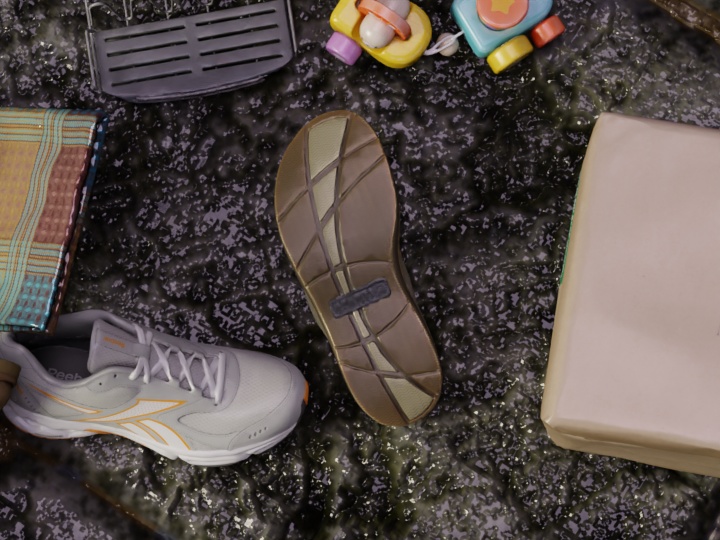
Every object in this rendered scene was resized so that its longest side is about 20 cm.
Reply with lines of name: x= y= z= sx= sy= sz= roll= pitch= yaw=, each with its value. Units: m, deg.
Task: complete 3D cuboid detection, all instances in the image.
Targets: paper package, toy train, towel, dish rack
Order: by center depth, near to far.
paper package: x=0.216 y=0.023 z=1.449 sx=0.189 sy=0.104 sz=0.202 roll=10 pitch=79 yaw=5
towel: x=-0.249 y=-0.034 z=1.478 sx=0.199 sy=0.022 sz=0.148 roll=3 pitch=75 yaw=38
toy train: x=0.043 y=-0.204 z=1.518 sx=0.198 sy=0.056 sz=0.152 roll=7 pitch=86 yaw=-2
dish rack: x=-0.121 y=-0.213 z=1.547 sx=0.152 sy=0.055 sz=0.202 roll=-10 pitch=77 yaw=2

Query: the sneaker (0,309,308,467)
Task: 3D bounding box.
sneaker: x=-0.131 y=0.066 z=1.458 sx=0.198 sy=0.092 sz=0.076 roll=2 pitch=60 yaw=2

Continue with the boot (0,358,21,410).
boot: x=-0.266 y=0.151 z=1.425 sx=0.066 sy=0.175 sz=0.202 roll=15 pitch=75 yaw=-19

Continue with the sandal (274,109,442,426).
sandal: x=0.000 y=0.000 z=1.496 sx=0.080 sy=0.054 sz=0.202 roll=-18 pitch=91 yaw=5
